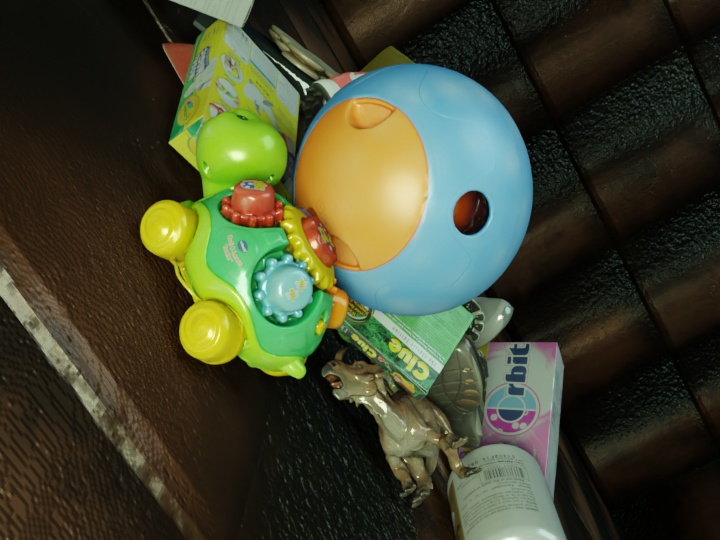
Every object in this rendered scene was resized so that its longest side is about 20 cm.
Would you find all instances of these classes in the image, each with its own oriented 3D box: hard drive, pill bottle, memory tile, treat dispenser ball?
[{"bbox_3d":[-0.092,-0.235,0.929,0.199,0.033,0.140,36,12,-7],"label":"hard drive"},{"bbox_3d":[0.157,0.286,0.832,0.115,0.113,0.201,56,12,-22],"label":"pill bottle"},{"bbox_3d":[-0.021,-0.217,0.950,0.198,0.017,0.154,32,14,-30],"label":"memory tile"},{"bbox_3d":[0.041,-0.065,0.659,0.203,0.199,0.202,57,12,-19],"label":"treat dispenser ball"}]

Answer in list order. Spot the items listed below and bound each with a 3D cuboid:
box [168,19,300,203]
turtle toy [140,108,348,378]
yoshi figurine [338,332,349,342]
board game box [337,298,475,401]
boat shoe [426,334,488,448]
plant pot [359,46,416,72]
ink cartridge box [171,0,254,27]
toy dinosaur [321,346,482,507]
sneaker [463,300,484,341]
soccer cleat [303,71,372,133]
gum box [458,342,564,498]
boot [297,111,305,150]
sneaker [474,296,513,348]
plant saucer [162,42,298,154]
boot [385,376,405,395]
[{"bbox_3d":[-0.109,-0.133,0.733,0.117,0.048,0.202,44,28,-34],"label":"box"},{"bbox_3d":[-0.075,-0.019,0.565,0.203,0.100,0.146,65,12,18],"label":"turtle toy"},{"bbox_3d":[0.006,0.012,0.835,0.198,0.111,0.115,18,63,-49],"label":"yoshi figurine"},{"bbox_3d":[0.006,0.015,0.736,0.199,0.023,0.105,42,51,0],"label":"board game box"},{"bbox_3d":[0.101,0.118,0.863,0.202,0.073,0.074,81,22,-52],"label":"boat shoe"},{"bbox_3d":[0.063,-0.181,1.191,0.195,0.195,0.200,53,-6,-34],"label":"plant pot"},{"bbox_3d":[-0.207,-0.321,0.759,0.197,0.047,0.199,13,37,-27],"label":"ink cartridge box"},{"bbox_3d":[0.048,0.145,0.786,0.137,0.085,0.200,60,3,32],"label":"toy dinosaur"},{"bbox_3d":[0.055,0.034,0.995,0.198,0.079,0.090,32,-4,0],"label":"sneaker"},{"bbox_3d":[-0.021,-0.111,0.795,0.069,0.072,0.202,53,-27,26],"label":"soccer cleat"},{"bbox_3d":[0.197,0.186,1.035,0.066,0.111,0.203,60,37,-48],"label":"gum box"},{"bbox_3d":[-0.041,-0.106,1.020,0.146,0.069,0.202,48,-23,37],"label":"boot"},{"bbox_3d":[0.122,0.061,1.100,0.081,0.199,0.071,49,57,-22],"label":"sneaker"},{"bbox_3d":[-0.119,-0.158,0.875,0.202,0.036,0.200,61,11,-5],"label":"plant saucer"},{"bbox_3d":[0.081,0.136,1.003,0.176,0.066,0.200,48,12,-4],"label":"boot"}]
